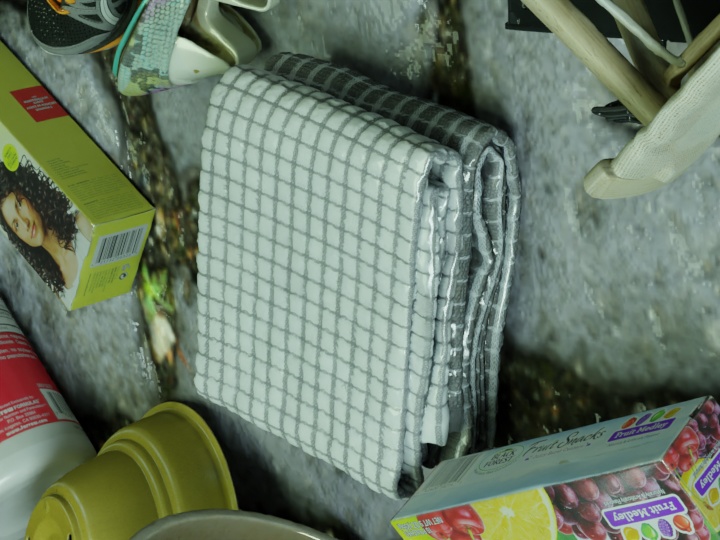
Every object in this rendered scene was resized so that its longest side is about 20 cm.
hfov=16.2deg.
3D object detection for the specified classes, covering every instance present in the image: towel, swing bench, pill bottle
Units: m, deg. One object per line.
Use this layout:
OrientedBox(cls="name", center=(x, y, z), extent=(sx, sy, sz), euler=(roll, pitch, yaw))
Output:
OrientedBox(cls="towel", center=(0.000, 0.000, 1.308), extent=(0.166, 0.086, 0.200), euler=(24, 122, 39))
OrientedBox(cls="swing bench", center=(0.139, -0.169, 1.024), extent=(0.200, 0.130, 0.199), euler=(58, 135, 16))
OrientedBox(cls="pill bottle", center=(-0.263, 0.072, 1.626), extent=(0.200, 0.112, 0.112), euler=(55, 139, 20))

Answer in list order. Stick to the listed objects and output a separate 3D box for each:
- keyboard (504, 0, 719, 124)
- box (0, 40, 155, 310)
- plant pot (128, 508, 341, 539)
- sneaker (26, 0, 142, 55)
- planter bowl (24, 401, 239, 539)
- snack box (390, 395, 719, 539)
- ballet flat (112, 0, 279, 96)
OrientedBox(cls="keyboard", center=(0.140, -0.118, 1.143), extent=(0.200, 0.021, 0.127), euler=(11, 106, 49))
OrientedBox(cls="box", center=(-0.208, -0.069, 1.554), extent=(0.200, 0.050, 0.075), euler=(46, 135, 30))
OrientedBox(cls="plant pot", center=(-0.069, 0.262, 1.371), extent=(0.200, 0.200, 0.184), euler=(43, 122, 31))
OrientedBox(cls="sneaker", center=(-0.152, -0.186, 1.420), extent=(0.078, 0.077, 0.200), euler=(57, 141, 15))
OrientedBox(cls="planter bowl", center=(-0.148, 0.179, 1.506), extent=(0.200, 0.083, 0.200), euler=(-3, 87, 62))
OrientedBox(cls="snack box", center=(0.125, 0.143, 1.200), extent=(0.142, 0.053, 0.200), euler=(52, 144, -14))
OrientedBox(cls="ballet flat", center=(-0.078, -0.153, 1.362), extent=(0.071, 0.069, 0.200), euler=(36, 132, 11))
